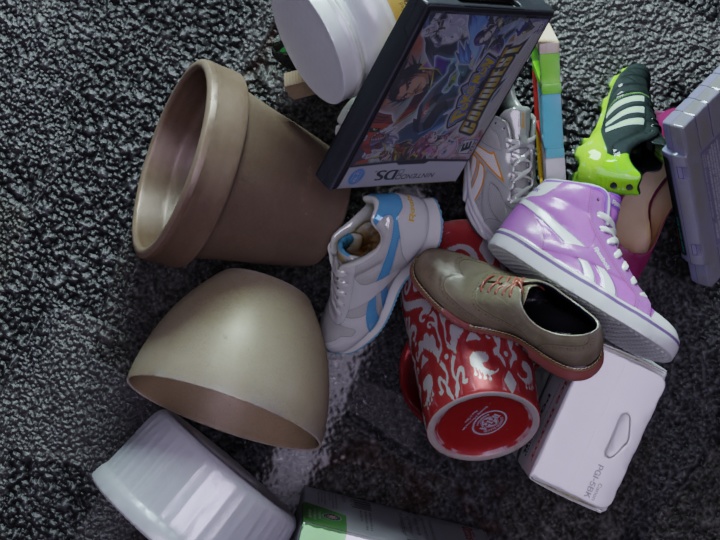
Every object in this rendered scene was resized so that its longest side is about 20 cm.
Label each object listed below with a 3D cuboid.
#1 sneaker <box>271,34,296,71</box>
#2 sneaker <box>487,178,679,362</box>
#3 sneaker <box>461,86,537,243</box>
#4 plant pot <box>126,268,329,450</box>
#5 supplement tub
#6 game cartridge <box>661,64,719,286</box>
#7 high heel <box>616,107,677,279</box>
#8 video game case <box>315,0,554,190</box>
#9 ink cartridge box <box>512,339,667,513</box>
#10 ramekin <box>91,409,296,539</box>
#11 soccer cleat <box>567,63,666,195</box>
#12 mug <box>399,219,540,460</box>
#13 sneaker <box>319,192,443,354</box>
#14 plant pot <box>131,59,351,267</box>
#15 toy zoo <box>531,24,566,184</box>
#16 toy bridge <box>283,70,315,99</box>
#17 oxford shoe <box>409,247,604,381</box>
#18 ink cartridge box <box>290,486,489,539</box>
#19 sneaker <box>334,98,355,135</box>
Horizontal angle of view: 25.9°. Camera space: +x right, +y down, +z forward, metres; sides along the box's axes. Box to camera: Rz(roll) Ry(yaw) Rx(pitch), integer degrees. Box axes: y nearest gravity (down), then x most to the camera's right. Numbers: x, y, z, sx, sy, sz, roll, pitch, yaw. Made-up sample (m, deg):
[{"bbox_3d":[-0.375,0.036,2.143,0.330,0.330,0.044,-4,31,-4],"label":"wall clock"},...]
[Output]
[{"bbox_3d":[0.000,-0.260,1.556,0.198,0.078,0.086,-27,80,-2],"label":"sneaker"},{"bbox_3d":[0.226,-0.011,1.422,0.200,0.073,0.115,38,77,15],"label":"sneaker"},{"bbox_3d":[0.141,-0.107,1.511,0.075,0.092,0.202,-1,57,-33],"label":"sneaker"},{"bbox_3d":[-0.113,0.077,1.526,0.198,0.200,0.136,19,73,-4],"label":"plant pot"},{"bbox_3d":[0.032,-0.250,1.423,0.199,0.144,0.146,-30,95,-18],"label":"supplement tub"},{"bbox_3d":[0.350,-0.096,1.524,0.129,0.038,0.201,-39,131,-23],"label":"game cartridge"},{"bbox_3d":[0.289,-0.066,1.559,0.067,0.096,0.203,11,94,-18],"label":"high heel"},{"bbox_3d":[0.069,-0.160,1.414,0.026,0.180,0.201,48,125,29],"label":"video game case"},{"bbox_3d":[0.213,0.134,1.524,0.082,0.200,0.148,24,93,-4],"label":"ink cartridge box"},{"bbox_3d":[-0.156,0.226,1.524,0.200,0.200,0.098,41,84,-5],"label":"ramekin"},{"bbox_3d":[0.263,-0.133,1.521,0.080,0.201,0.068,13,132,17],"label":"soccer cleat"},{"bbox_3d":[0.106,0.084,1.513,0.132,0.202,0.179,-4,138,-3],"label":"mug"},{"bbox_3d":[0.000,0.000,1.509,0.080,0.077,0.201,10,130,-29],"label":"sneaker"},{"bbox_3d":[-0.109,-0.082,1.517,0.173,0.200,0.202,19,94,-23],"label":"plant pot"},{"bbox_3d":[0.184,-0.133,1.524,0.020,0.131,0.203,-4,108,4],"label":"toy zoo"},{"bbox_3d":[-0.045,-0.258,1.514,0.066,0.027,0.202,-13,63,15],"label":"toy bridge"},{"bbox_3d":[0.134,0.022,1.410,0.198,0.075,0.071,26,60,17],"label":"oxford shoe"},{"bbox_3d":[0.028,0.291,1.557,0.198,0.146,0.085,15,95,-3],"label":"ink cartridge box"},{"bbox_3d":[0.068,-0.168,1.529,0.090,0.079,0.200,33,73,30],"label":"sneaker"}]
